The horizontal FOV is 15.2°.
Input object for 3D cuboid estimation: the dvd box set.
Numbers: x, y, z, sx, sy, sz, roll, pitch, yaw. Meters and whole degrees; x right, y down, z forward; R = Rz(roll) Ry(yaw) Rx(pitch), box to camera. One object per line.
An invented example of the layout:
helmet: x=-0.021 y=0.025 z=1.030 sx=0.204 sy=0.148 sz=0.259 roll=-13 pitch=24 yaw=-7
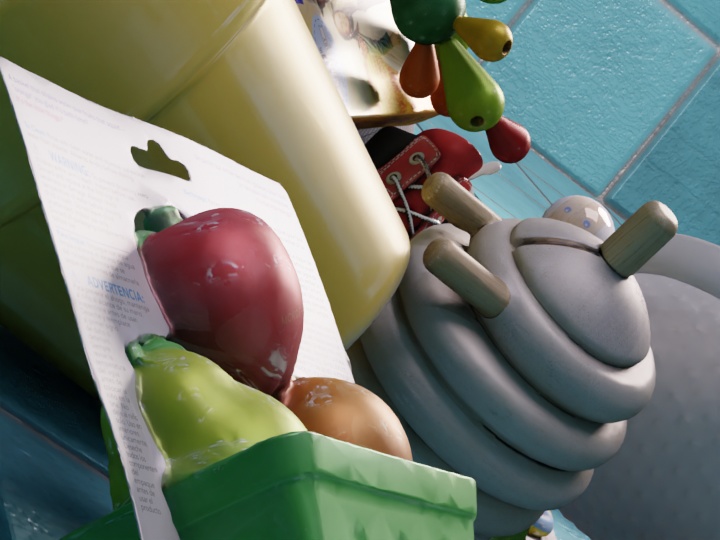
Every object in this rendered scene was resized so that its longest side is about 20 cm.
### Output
dvd box set: x=-0.025 y=-0.136 z=1.240 sx=0.200 sy=0.029 sz=0.147 roll=-10 pitch=84 yaw=-67

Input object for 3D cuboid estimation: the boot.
boot: x=0.000 y=0.000 z=1.224 sx=0.072 sy=0.144 sz=0.200 roll=48 pitch=9 yaw=-20

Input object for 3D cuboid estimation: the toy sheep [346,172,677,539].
toy sheep: x=0.049 y=0.038 z=1.090 sx=0.138 sy=0.200 sz=0.138 roll=35 pitch=31 yaw=-25

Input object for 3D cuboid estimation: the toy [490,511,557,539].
toy: x=0.068 y=0.096 z=1.352 sx=0.115 sy=0.047 sz=0.200 roll=40 pitch=9 yaw=-5

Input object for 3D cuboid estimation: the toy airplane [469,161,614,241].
toy airplane: x=0.101 y=0.020 z=1.573 sx=0.200 sy=0.141 sz=0.199 roll=35 pitch=9 yaw=-21

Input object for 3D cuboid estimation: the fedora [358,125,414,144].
fedora: x=-0.033 y=-0.082 z=1.563 sx=0.200 sy=0.091 sz=0.177 roll=14 pitch=34 yaw=42

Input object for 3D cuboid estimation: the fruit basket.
fruit basket: x=-0.043 y=0.044 z=0.845 sx=0.185 sy=0.094 sz=0.200 roll=21 pitch=40 yaw=-62

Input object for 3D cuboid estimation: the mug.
mug: x=0.154 y=0.056 z=1.236 sx=0.175 sy=0.148 sz=0.200 roll=31 pitch=-29 yaw=18

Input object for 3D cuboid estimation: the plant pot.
plant pot: x=-0.087 y=-0.043 z=1.019 sx=0.189 sy=0.201 sz=0.201 roll=53 pitch=4 yaw=-19

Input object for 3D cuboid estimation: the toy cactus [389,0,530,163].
toy cactus: x=0.032 y=-0.160 z=1.249 sx=0.165 sy=0.102 sz=0.201 roll=27 pitch=57 yaw=-48
